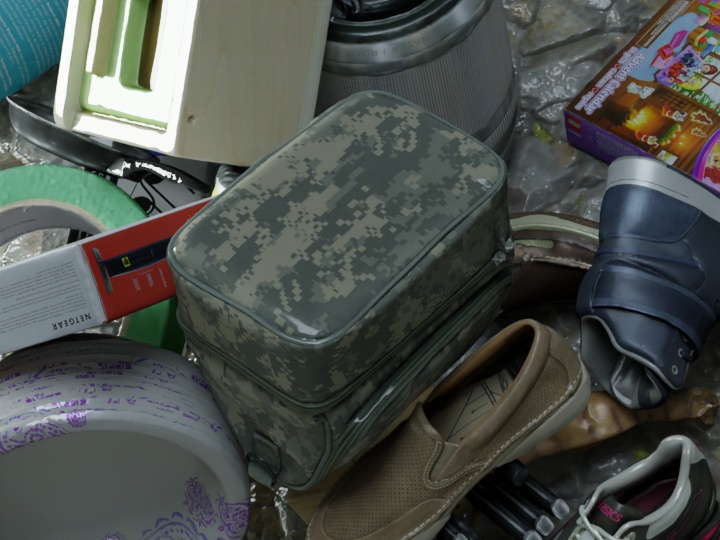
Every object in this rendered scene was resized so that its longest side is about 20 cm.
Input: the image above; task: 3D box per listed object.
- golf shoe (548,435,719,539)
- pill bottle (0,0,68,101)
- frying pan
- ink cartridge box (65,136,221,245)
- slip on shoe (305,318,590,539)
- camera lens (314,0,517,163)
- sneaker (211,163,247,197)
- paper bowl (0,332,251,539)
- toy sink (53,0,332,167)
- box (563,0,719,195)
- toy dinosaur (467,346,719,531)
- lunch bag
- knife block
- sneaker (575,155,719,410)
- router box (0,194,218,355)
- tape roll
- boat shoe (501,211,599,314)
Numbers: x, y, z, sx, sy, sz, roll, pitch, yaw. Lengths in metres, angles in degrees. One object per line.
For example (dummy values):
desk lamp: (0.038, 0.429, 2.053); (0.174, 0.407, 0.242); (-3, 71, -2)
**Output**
golf shoe: (0.134, 0.175, 1.466); (0.200, 0.088, 0.077); (-42, 57, -19)
pill bottle: (-0.262, -0.198, 1.827); (0.199, 0.111, 0.111); (-35, 53, -16)
frying pan: (-0.162, -0.076, 1.668); (0.189, 0.115, 0.031); (27, 97, 21)
ink cartridge box: (-0.149, -0.061, 1.737); (0.093, 0.044, 0.201); (0, 52, 10)
slip on shoe: (0.044, 0.104, 1.434); (0.199, 0.061, 0.076); (-35, 46, 4)
camera lens: (0.023, -0.150, 1.670); (0.159, 0.201, 0.161); (-6, 51, 8)
sneaker: (-0.073, -0.016, 1.607); (0.075, 0.200, 0.077); (24, 79, 2)
paper bowl: (-0.171, 0.118, 1.501); (0.199, 0.201, 0.105); (-13, 48, 2)
toy sink: (-0.124, -0.145, 1.588); (0.111, 0.131, 0.200); (6, 7, -37)
box: (0.257, -0.137, 1.714); (0.136, 0.039, 0.200); (30, 64, 29)
toy dinosaur: (0.130, 0.096, 1.545); (0.199, 0.061, 0.107); (-23, 53, -6)
lunch bag: (-0.003, 0.017, 1.440); (0.139, 0.168, 0.200); (31, 57, 28)
knife block: (0.046, 0.105, 1.523); (0.175, 0.064, 0.201); (-14, 48, 24)
sneaker: (0.227, 0.034, 1.538); (0.201, 0.077, 0.147); (23, 66, -14)
router box: (-0.183, 0.012, 1.481); (0.199, 0.049, 0.179); (-17, 3, 33)
tape roll: (-0.217, 0.030, 1.640); (0.199, 0.048, 0.202); (-4, 70, 11)
boat shoe: (0.097, 0.006, 1.621); (0.201, 0.075, 0.075); (9, 59, 31)
